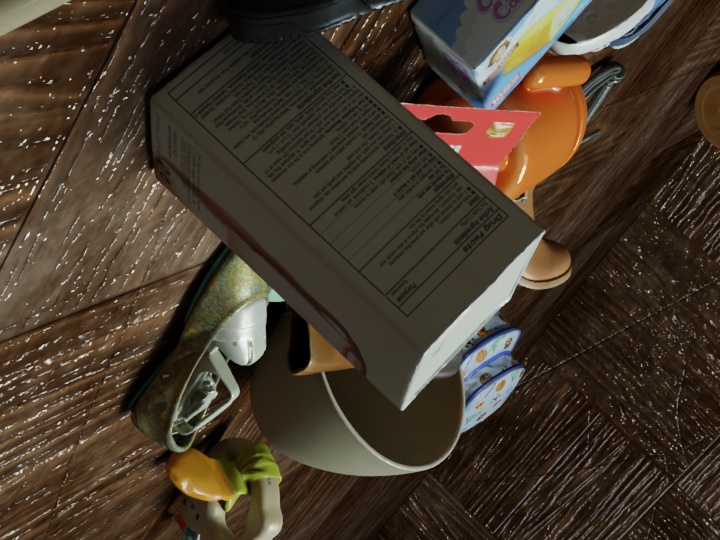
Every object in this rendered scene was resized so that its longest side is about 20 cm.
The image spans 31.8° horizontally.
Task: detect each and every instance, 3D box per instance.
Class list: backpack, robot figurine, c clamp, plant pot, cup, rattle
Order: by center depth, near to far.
[{"bbox_3d":[0.118,-0.120,1.050,0.199,0.115,0.146,-31,136,-50],"label":"robot figurine"},{"bbox_3d":[-0.019,0.105,1.166,0.142,0.202,0.200,-28,-179,37],"label":"cup"},{"bbox_3d":[-0.178,0.248,1.284,0.199,0.132,0.142,-23,174,42],"label":"rattle"},{"bbox_3d":[0.268,-0.191,1.550,0.170,0.027,0.201,-35,164,-27],"label":"c clamp"},{"bbox_3d":[0.150,0.139,1.870,0.199,0.153,0.192,-31,149,-42],"label":"backpack"},{"bbox_3d":[0.707,-0.304,2.306,0.139,0.201,0.201,-19,153,-31],"label":"plant pot"}]

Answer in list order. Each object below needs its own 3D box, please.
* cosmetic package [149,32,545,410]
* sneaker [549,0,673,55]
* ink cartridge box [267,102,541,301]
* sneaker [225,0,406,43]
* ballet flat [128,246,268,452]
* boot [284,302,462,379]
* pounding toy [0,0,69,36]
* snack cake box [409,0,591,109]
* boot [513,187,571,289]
[{"bbox_3d":[-0.012,-0.037,0.687,0.103,0.200,0.088,-40,165,-23],"label":"cosmetic package"},{"bbox_3d":[0.221,-0.227,1.150,0.200,0.080,0.147,-48,164,-25],"label":"sneaker"},{"bbox_3d":[0.028,-0.044,0.932,0.159,0.051,0.200,-1,152,-26],"label":"ink cartridge box"},{"bbox_3d":[0.017,-0.190,0.639,0.197,0.106,0.060,-15,-158,0],"label":"sneaker"},{"bbox_3d":[-0.109,0.062,0.960,0.201,0.071,0.070,-55,165,28],"label":"ballet flat"},{"bbox_3d":[0.000,0.000,1.086,0.068,0.192,0.198,-9,167,43],"label":"boot"},{"bbox_3d":[-0.146,-0.066,0.296,0.185,0.142,0.199,-54,165,30],"label":"pounding toy"},{"bbox_3d":[0.130,-0.219,0.913,0.200,0.067,0.115,-48,168,0],"label":"snack cake box"},{"bbox_3d":[0.148,-0.070,1.219,0.197,0.077,0.158,8,106,-31],"label":"boot"}]
